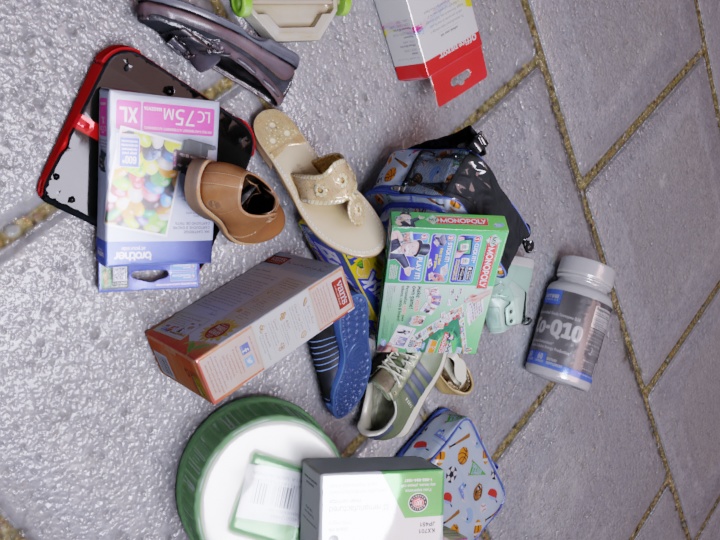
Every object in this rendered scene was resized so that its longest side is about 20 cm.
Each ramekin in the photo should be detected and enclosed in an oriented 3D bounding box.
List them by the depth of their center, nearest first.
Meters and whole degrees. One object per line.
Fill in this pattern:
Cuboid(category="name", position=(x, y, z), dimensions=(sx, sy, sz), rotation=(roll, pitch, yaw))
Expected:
Cuboid(category="ramekin", position=(-0.108, 0.252, 0.835), dimensions=(0.194, 0.097, 0.207), rotation=(1, 86, -20))

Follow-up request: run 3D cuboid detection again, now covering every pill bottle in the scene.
Cuboid(category="pill bottle", position=(0.355, 0.087, 1.223), dimensions=(0.112, 0.112, 0.206), rotation=(22, 83, -39))

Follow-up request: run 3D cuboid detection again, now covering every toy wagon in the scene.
Cuboid(category="toy wagon", position=(-0.084, -0.369, 0.837), dimensions=(0.152, 0.039, 0.207), rotation=(-15, 105, -37))

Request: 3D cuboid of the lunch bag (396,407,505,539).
Cuboid(category="lunch bag", position=(0.140, 0.322, 1.109), dimensions=(0.160, 0.075, 0.203), rotation=(-42, 120, -29))

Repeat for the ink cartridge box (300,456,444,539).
Cuboid(category="ink cartridge box", position=(0.010, 0.310, 0.778), dimensions=(0.142, 0.083, 0.207), rotation=(2, 86, -18))

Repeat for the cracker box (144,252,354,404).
Cuboid(category="cracker box", position=(-0.121, 0.055, 0.811), dimensions=(0.198, 0.132, 0.059), rotation=(-33, 116, -30))

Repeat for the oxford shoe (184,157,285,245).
Cuboid(category="oxford shoe", position=(-0.115, -0.066, 0.791), dimensions=(0.200, 0.069, 0.074), rotation=(26, 71, -75))

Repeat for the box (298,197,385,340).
Cuboid(category="box", position=(0.000, 0.000, 0.928), dimensions=(0.064, 0.069, 0.203), rotation=(-46, 131, -26))

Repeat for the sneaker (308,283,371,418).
Cuboid(category="sneaker", position=(-0.033, 0.095, 0.940), dimensions=(0.069, 0.077, 0.205), rotation=(-24, 132, -36))

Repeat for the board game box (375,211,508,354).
Cuboid(category="board game box", position=(0.090, 0.021, 0.866), dimensions=(0.130, 0.030, 0.204), rotation=(1, 132, -5))

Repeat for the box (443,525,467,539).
Cuboid(category="box", position=(0.008, 0.379, 0.915), dimensions=(0.096, 0.196, 0.180), rotation=(36, 74, -61))

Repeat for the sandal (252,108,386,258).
Cuboid(category="sandal", position=(-0.046, -0.107, 0.817), dimensions=(0.077, 0.070, 0.212), rotation=(-38, 82, -24))

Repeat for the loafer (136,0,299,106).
Cuboid(category="loafer", position=(-0.150, -0.233, 0.787), dimensions=(0.197, 0.071, 0.065), rotation=(11, 95, -43))

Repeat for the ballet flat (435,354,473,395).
Cuboid(category="ballet flat", position=(0.113, 0.103, 1.058), dimensions=(0.069, 0.062, 0.202), rotation=(-45, 122, -22))

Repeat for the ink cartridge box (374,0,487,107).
Cuboid(category="ink cartridge box", position=(0.090, -0.332, 0.968), dimensions=(0.115, 0.066, 0.204), rotation=(-34, 117, -30))

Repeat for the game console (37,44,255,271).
Cuboid(category="game console", position=(-0.216, -0.116, 0.778), dimensions=(0.198, 0.031, 0.181), rotation=(28, 85, -38))

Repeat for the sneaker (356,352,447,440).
Cuboid(category="sneaker", position=(0.054, 0.142, 0.981), dimensions=(0.089, 0.067, 0.205), rotation=(1, 115, -49))

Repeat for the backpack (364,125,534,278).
Cuboid(category="backpack", position=(0.099, -0.068, 0.939), dimensions=(0.155, 0.189, 0.201), rotation=(-49, 127, -16))

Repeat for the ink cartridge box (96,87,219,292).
Cuboid(category="ink cartridge box", position=(-0.208, -0.076, 0.752), dimensions=(0.117, 0.042, 0.206), rotation=(-2, 105, -36))

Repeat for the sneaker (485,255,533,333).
Cuboid(category="sneaker", position=(0.197, 0.035, 1.106), dimensions=(0.197, 0.073, 0.122), rotation=(5, 88, -42))
